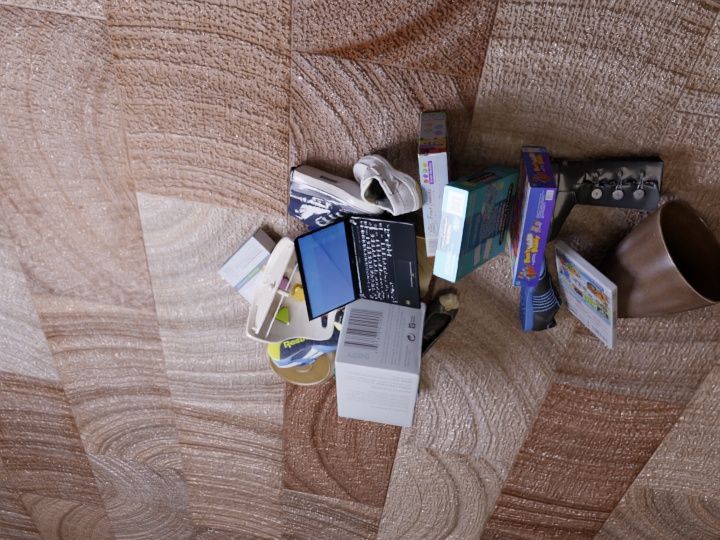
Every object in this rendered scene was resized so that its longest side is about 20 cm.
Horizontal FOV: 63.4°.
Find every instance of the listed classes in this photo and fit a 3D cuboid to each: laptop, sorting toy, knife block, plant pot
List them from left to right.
[{"bbox_3d":[-0.145,0.219,1.430,0.192,0.028,0.205,4,129,5],"label":"plant pot"},{"bbox_3d":[-0.112,0.053,1.159,0.176,0.107,0.205,23,98,-20],"label":"sorting toy"},{"bbox_3d":[-0.001,0.007,1.047,0.194,0.104,0.182,9,126,25],"label":"laptop"},{"bbox_3d":[0.070,-0.055,1.154,0.169,0.065,0.204,12,129,1],"label":"knife block"},{"bbox_3d":[0.526,0.006,1.069,0.184,0.191,0.200,30,144,-15],"label":"plant pot"}]

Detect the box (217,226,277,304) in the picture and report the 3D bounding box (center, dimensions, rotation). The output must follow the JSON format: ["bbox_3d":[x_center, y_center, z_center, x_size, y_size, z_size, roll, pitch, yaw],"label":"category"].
[{"bbox_3d":[-0.191,0.026,1.249,0.200,0.042,0.155,44,129,-14],"label":"box"}]

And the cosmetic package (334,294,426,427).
[{"bbox_3d":[0.041,0.181,1.165,0.159,0.169,0.203,7,140,6],"label":"cosmetic package"}]

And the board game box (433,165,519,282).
[{"bbox_3d":[0.201,-0.086,1.003,0.046,0.198,0.156,20,118,31],"label":"board game box"}]

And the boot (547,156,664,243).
[{"bbox_3d":[0.427,-0.123,1.045,0.192,0.067,0.169,-2,130,5],"label":"boot"}]

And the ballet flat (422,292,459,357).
[{"bbox_3d":[0.164,0.127,1.284,0.065,0.058,0.203,20,129,-8],"label":"ballet flat"}]

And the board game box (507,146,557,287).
[{"bbox_3d":[0.301,-0.094,1.037,0.043,0.136,0.205,3,129,6],"label":"board game box"}]

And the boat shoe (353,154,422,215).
[{"bbox_3d":[0.028,-0.147,1.009,0.068,0.199,0.073,-26,122,-18],"label":"boat shoe"}]

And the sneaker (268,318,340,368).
[{"bbox_3d":[-0.115,0.170,1.337,0.193,0.076,0.083,-12,146,-13],"label":"sneaker"}]

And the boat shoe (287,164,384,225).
[{"bbox_3d":[-0.049,-0.121,1.093,0.195,0.075,0.095,25,119,16],"label":"boat shoe"}]

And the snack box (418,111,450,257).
[{"bbox_3d":[0.133,-0.149,1.017,0.051,0.145,0.205,-3,129,9],"label":"snack box"}]

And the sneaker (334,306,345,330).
[{"bbox_3d":[0.030,0.141,1.298,0.193,0.079,0.092,13,133,9],"label":"sneaker"}]

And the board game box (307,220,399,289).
[{"bbox_3d":[0.000,0.000,1.169,0.193,0.044,0.204,17,141,21],"label":"board game box"}]

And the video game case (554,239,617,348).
[{"bbox_3d":[0.428,0.048,1.102,0.018,0.144,0.202,-34,138,-4],"label":"video game case"}]

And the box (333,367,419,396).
[{"bbox_3d":[0.038,0.268,1.417,0.193,0.049,0.120,-12,126,15],"label":"box"}]

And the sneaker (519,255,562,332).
[{"bbox_3d":[0.369,0.040,1.181,0.075,0.071,0.205,-6,130,1],"label":"sneaker"}]
